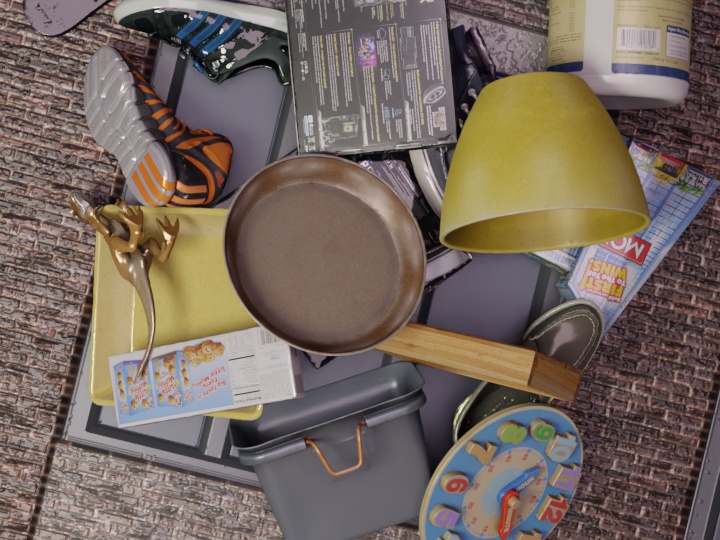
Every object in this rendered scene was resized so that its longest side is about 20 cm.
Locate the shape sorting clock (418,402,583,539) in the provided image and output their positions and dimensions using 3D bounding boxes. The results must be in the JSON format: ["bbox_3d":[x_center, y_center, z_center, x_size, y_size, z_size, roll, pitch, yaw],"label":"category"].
[{"bbox_3d":[0.145,0.224,1.448,0.199,0.039,0.202,-20,127,-28],"label":"shape sorting clock"}]

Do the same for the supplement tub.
[{"bbox_3d":[0.261,-0.269,1.449,0.143,0.144,0.202,3,90,-5],"label":"supplement tub"}]

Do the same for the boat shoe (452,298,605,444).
[{"bbox_3d":[0.169,0.111,1.458,0.072,0.060,0.202,45,105,1],"label":"boat shoe"}]

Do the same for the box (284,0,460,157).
[{"bbox_3d":[0.011,-0.215,1.409,0.158,0.044,0.202,-6,92,9],"label":"box"}]

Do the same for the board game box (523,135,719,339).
[{"bbox_3d":[0.237,-0.043,1.490,0.199,0.062,0.201,25,88,-5],"label":"board game box"}]

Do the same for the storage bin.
[{"bbox_3d":[-0.015,0.195,1.439,0.198,0.146,0.136,-19,102,-4],"label":"storage bin"}]

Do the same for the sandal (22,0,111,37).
[{"bbox_3d":[-0.254,-0.310,1.456,0.076,0.043,0.200,45,87,-4],"label":"sandal"}]

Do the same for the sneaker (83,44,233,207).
[{"bbox_3d":[-0.200,-0.139,1.450,0.078,0.111,0.201,-45,60,33],"label":"sneaker"}]

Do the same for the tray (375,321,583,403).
[{"bbox_3d":[0.106,0.084,1.405,0.199,0.098,0.037,11,82,38],"label":"tray"}]

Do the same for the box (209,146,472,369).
[{"bbox_3d":[-0.021,-0.036,1.475,0.198,0.050,0.201,-35,93,-3],"label":"box"}]

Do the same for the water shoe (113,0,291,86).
[{"bbox_3d":[-0.151,-0.229,1.450,0.198,0.071,0.080,6,88,-5],"label":"water shoe"}]

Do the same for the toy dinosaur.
[{"bbox_3d":[-0.218,-0.006,1.408,0.060,0.106,0.201,-9,60,-41],"label":"toy dinosaur"}]

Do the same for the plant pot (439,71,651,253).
[{"bbox_3d":[0.169,-0.105,1.371,0.198,0.200,0.144,-3,79,-5],"label":"plant pot"}]

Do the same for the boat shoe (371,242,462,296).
[{"bbox_3d":[0.000,0.000,1.425,0.198,0.070,0.067,-20,94,3],"label":"boat shoe"}]

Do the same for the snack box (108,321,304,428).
[{"bbox_3d":[-0.150,0.101,1.384,0.198,0.024,0.073,-12,85,23],"label":"snack box"}]

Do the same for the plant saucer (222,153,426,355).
[{"bbox_3d":[-0.035,-0.012,1.358,0.198,0.032,0.202,6,68,-15],"label":"plant saucer"}]

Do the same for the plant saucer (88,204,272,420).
[{"bbox_3d":[-0.171,0.039,1.434,0.198,0.048,0.202,3,89,23],"label":"plant saucer"}]

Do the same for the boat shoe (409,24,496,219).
[{"bbox_3d":[0.098,-0.150,1.448,0.092,0.074,0.202,-20,86,35],"label":"boat shoe"}]
